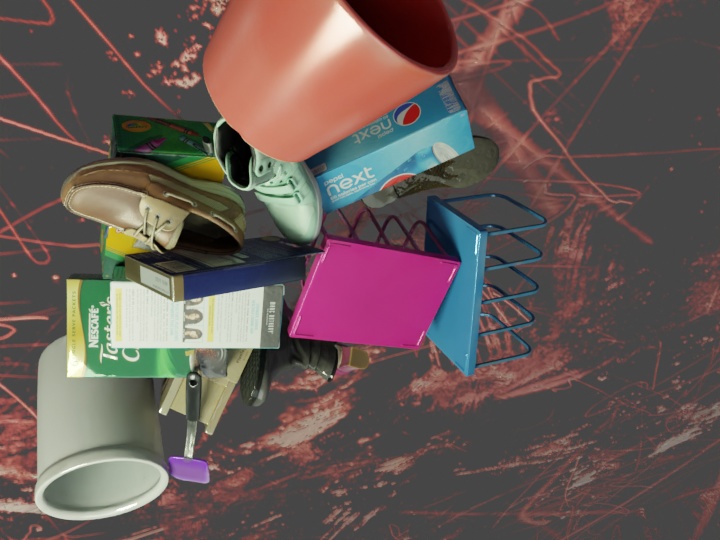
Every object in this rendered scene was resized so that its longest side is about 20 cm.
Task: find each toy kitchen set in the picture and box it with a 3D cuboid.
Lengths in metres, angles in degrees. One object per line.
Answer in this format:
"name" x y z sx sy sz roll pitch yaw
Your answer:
"toy kitchen set" -0.240 0.081 1.051 0.160 0.180 0.204 26 89 -15

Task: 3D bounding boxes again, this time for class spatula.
"spatula" -0.219 0.207 0.971 0.055 0.021 0.204 8 121 -4

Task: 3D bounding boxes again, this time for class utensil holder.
"utensil holder" -0.358 0.207 1.033 0.165 0.204 0.172 -13 145 -9

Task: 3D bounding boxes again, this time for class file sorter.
"file sorter" 0.000 0.000 0.984 0.195 0.126 0.141 8 120 -30
"file sorter" 0.167 0.010 1.031 0.120 0.139 0.205 -10 116 -22

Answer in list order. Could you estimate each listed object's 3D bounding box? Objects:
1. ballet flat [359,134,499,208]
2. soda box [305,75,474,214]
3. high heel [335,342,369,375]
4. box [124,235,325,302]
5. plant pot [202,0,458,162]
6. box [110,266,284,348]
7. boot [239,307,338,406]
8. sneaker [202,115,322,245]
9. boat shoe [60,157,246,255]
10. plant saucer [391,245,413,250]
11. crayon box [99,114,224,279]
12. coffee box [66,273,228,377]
"ballet flat" 0.083 -0.127 0.957 0.195 0.046 0.069 -20 114 -11
"soda box" 0.031 -0.146 0.883 0.196 0.065 0.068 -23 145 5
"high heel" -0.084 0.118 1.191 0.196 0.069 0.095 19 162 -33
"box" -0.146 -0.006 0.839 0.196 0.120 0.033 -12 108 -39
"plant pot" -0.039 -0.207 0.680 0.198 0.205 0.176 19 140 -41
"box" -0.190 0.043 0.883 0.194 0.049 0.085 2 111 -15
"boot" -0.089 0.122 1.036 0.129 0.202 0.070 27 124 -15
"sneaker" -0.103 -0.091 0.795 0.072 0.119 0.204 -1 125 22
"boat shoe" -0.203 -0.059 0.772 0.196 0.073 0.076 7 137 -33
"plant saucer" 0.016 0.039 1.149 0.195 0.028 0.203 -13 143 -10
"crayon box" -0.227 -0.076 0.852 0.116 0.059 0.202 -1 140 -25
"coffee box" -0.260 0.070 0.929 0.194 0.044 0.127 3 98 -12
